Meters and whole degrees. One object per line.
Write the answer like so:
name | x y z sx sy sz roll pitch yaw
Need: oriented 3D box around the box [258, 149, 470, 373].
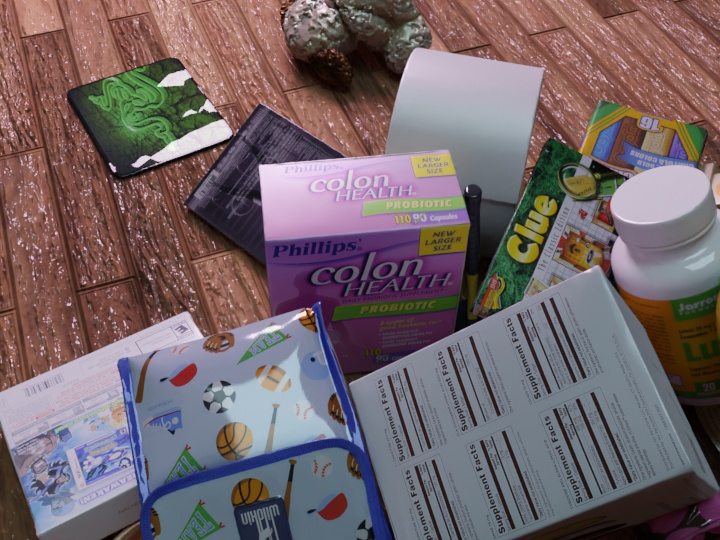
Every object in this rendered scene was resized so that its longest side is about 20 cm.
box | 0.000 0.000 0.825 0.174 0.201 0.097 -5 48 -6

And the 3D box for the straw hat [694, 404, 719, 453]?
straw hat | 0.411 0.112 0.806 0.199 0.086 0.202 1 48 -1

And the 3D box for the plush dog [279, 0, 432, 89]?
plush dog | -0.024 -0.341 1.182 0.171 0.161 0.201 -34 53 1

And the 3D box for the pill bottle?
pill bottle | 0.286 0.013 0.780 0.110 0.201 0.112 -20 32 13

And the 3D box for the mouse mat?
mouse mat | -0.272 -0.202 1.131 0.160 0.008 0.200 -24 52 -20

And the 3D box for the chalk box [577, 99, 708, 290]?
chalk box | 0.275 -0.062 0.934 0.123 0.126 0.201 19 49 16

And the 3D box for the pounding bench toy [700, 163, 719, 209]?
pounding bench toy | 0.424 -0.002 0.893 0.155 0.201 0.125 -6 40 38

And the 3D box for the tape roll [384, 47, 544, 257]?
tape roll | 0.108 -0.123 0.935 0.138 0.204 0.204 12 49 10

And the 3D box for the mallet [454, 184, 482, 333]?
mallet | 0.104 0.012 0.817 0.041 0.201 0.066 -2 51 5

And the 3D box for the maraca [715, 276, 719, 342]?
maraca | 0.357 0.060 0.684 0.199 0.107 0.137 27 22 -22

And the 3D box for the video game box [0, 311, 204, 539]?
video game box | -0.206 0.136 0.784 0.199 0.047 0.182 -24 38 -20

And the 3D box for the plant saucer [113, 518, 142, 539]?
plant saucer | -0.122 0.275 0.688 0.198 0.038 0.202 1 49 -1

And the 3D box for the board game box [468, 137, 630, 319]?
board game box | 0.183 -0.023 0.809 0.104 0.024 0.201 26 63 4

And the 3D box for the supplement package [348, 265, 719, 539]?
supplement package | 0.133 0.126 0.656 0.199 0.191 0.148 -27 63 18

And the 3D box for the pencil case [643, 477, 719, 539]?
pencil case | 0.242 0.152 0.767 0.090 0.094 0.201 -14 52 -11

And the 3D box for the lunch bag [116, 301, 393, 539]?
lunch bag | -0.078 0.145 0.654 0.168 0.124 0.202 -15 61 -4

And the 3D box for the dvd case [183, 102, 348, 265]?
dvd case | -0.085 -0.083 0.979 0.199 0.016 0.149 34 85 27
